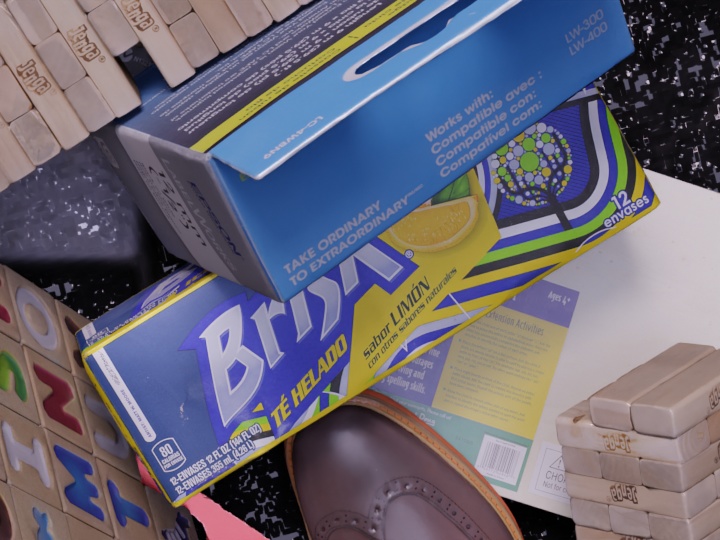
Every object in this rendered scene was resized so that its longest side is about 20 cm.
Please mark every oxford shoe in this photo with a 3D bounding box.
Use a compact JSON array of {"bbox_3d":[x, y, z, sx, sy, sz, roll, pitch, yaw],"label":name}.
[{"bbox_3d":[0.034,0.133,0.936,0.071,0.073,0.201,-30,98,11],"label":"oxford shoe"}]

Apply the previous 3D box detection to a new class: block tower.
[{"bbox_3d":[0.121,0.128,0.933,0.058,0.054,0.201,-26,114,-41],"label":"block tower"},{"bbox_3d":[-0.087,-0.080,0.861,0.199,0.058,0.054,-32,108,1],"label":"block tower"}]

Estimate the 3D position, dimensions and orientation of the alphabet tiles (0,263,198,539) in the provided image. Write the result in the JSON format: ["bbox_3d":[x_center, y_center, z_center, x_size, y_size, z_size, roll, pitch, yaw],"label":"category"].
[{"bbox_3d":[-0.092,0.087,0.878,0.008,0.167,0.201,-27,59,16],"label":"alphabet tiles"}]

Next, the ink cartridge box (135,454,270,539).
[{"bbox_3d":[-0.110,0.166,0.945,0.161,0.050,0.200,35,88,-6],"label":"ink cartridge box"}]

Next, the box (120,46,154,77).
[{"bbox_3d":[-0.079,-0.162,0.949,0.199,0.048,0.194,22,85,-5],"label":"box"}]

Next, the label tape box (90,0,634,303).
[{"bbox_3d":[0.006,-0.056,0.837,0.143,0.200,0.066,-35,109,-12],"label":"label tape box"}]

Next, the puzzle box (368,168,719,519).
[{"bbox_3d":[0.092,0.027,0.979,0.199,0.025,0.134,18,88,-6],"label":"puzzle box"}]

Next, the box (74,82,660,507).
[{"bbox_3d":[0.000,0.000,0.918,0.199,0.070,0.065,-32,99,-5],"label":"box"}]
